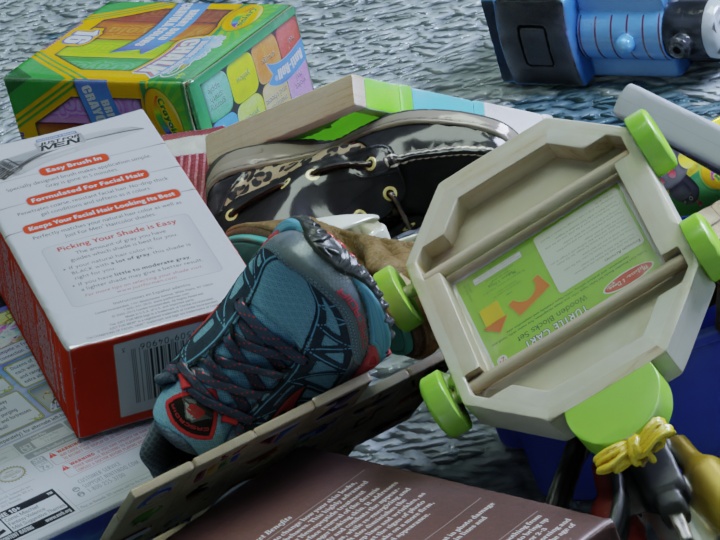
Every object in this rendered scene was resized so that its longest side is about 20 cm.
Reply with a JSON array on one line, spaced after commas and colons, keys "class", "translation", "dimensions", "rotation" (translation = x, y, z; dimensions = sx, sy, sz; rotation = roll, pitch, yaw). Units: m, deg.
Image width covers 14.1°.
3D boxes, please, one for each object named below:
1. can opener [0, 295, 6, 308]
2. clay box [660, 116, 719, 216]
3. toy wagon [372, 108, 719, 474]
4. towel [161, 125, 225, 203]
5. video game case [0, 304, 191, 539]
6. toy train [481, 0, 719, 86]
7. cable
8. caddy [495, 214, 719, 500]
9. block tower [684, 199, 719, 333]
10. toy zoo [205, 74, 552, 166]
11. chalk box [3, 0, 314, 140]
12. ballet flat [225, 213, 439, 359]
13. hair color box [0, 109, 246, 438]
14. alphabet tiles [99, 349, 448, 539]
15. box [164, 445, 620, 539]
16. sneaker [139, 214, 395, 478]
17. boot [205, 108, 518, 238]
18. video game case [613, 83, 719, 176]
[{"class": "can opener", "translation": [-0.204, 0.041, 1.637], "dimensions": [0.078, 0.063, 0.200], "rotation": [-3, 41, 39]}, {"class": "clay box", "translation": [0.144, -0.030, 1.620], "dimensions": [0.200, 0.048, 0.115], "rotation": [-26, -5, -27]}, {"class": "toy wagon", "translation": [0.097, 0.019, 1.352], "dimensions": [0.155, 0.040, 0.200], "rotation": [-32, 51, 10]}, {"class": "towel", "translation": [-0.150, -0.001, 1.727], "dimensions": [0.143, 0.023, 0.201], "rotation": [-8, 45, 13]}, {"class": "video game case", "translation": [-0.161, 0.086, 1.526], "dimensions": [0.199, 0.046, 0.181], "rotation": [-24, 42, -29]}, {"class": "toy train", "translation": [0.183, -0.176, 1.951], "dimensions": [0.199, 0.087, 0.114], "rotation": [5, 38, 33]}, {"class": "cable", "translation": [0.119, 0.072, 1.365], "dimensions": [0.097, 0.050, 0.200], "rotation": [-24, 52, 7]}, {"class": "caddy", "translation": [0.144, 0.030, 1.466], "dimensions": [0.199, 0.105, 0.141], "rotation": [-18, 23, -10]}, {"class": "block tower", "translation": [0.220, 0.041, 1.351], "dimensions": [0.058, 0.054, 0.200], "rotation": [-29, 57, -16]}, {"class": "toy zoo", "translation": [0.024, -0.076, 1.751], "dimensions": [0.200, 0.021, 0.131], "rotation": [9, -20, -44]}, {"class": "chalk box", "translation": [-0.104, -0.093, 1.866], "dimensions": [0.199, 0.124, 0.125], "rotation": [3, 29, 34]}, {"class": "ballet flat", "translation": [0.000, 0.000, 1.513], "dimensions": [0.072, 0.068, 0.200], "rotation": [-31, 19, -24]}, {"class": "hair color box", "translation": [-0.133, -0.002, 1.559], "dimensions": [0.110, 0.064, 0.200], "rotation": [-15, 38, -17]}, {"class": "alphabet tiles", "translation": [-0.044, 0.094, 1.424], "dimensions": [0.200, 0.008, 0.167], "rotation": [-26, -14, -25]}, {"class": "box", "translation": [0.016, 0.147, 1.321], "dimensions": [0.200, 0.075, 0.100], "rotation": [12, 34, 43]}, {"class": "sneaker", "translation": [-0.051, 0.053, 1.389], "dimensions": [0.079, 0.200, 0.095], "rotation": [43, 56, 10]}, {"class": "boot", "translation": [-0.008, -0.011, 1.635], "dimensions": [0.199, 0.073, 0.151], "rotation": [-6, 46, 20]}, {"class": "video game case", "translation": [0.245, -0.028, 1.497], "dimensions": [0.023, 0.182, 0.200], "rotation": [-61, 29, 4]}]
